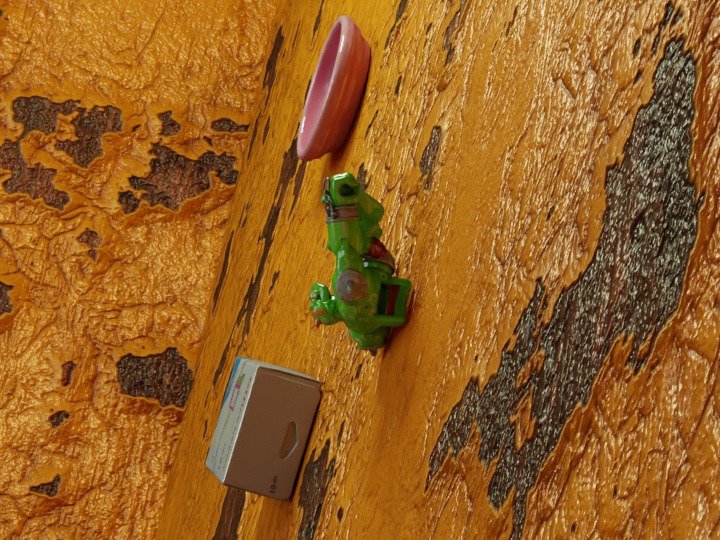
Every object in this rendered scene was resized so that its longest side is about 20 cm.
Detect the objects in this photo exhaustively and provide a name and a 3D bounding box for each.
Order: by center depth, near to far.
[{"bbox_3d":[0.000,0.000,1.795,0.200,0.097,0.121,108,163,-60],"label":"ogre figurine"},{"bbox_3d":[-0.117,0.184,2.181,0.200,0.084,0.146,-177,104,-78],"label":"ink cartridge box"},{"bbox_3d":[-0.033,-0.240,2.485,0.200,0.051,0.202,-163,90,-79],"label":"plant saucer"}]
